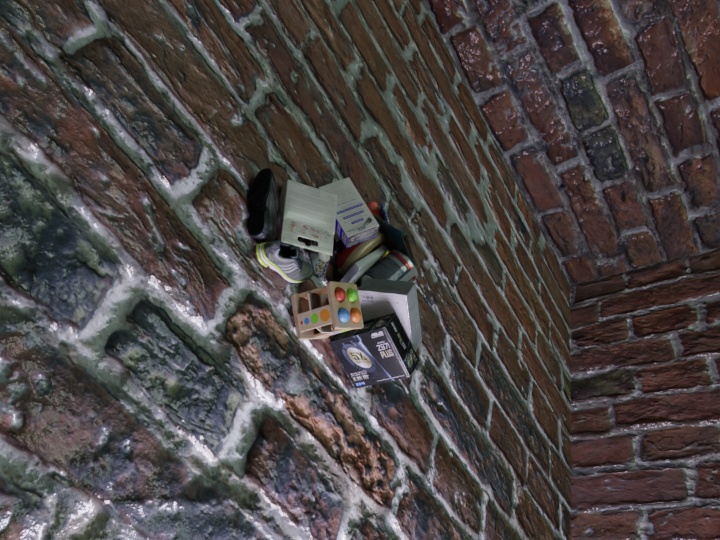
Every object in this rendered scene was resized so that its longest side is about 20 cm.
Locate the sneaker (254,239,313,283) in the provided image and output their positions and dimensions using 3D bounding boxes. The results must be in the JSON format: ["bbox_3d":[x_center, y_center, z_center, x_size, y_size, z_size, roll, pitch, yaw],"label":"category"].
[{"bbox_3d":[-0.186,-0.024,1.572,0.200,0.080,0.074,28,53,-49],"label":"sneaker"}]

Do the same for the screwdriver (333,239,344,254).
[{"bbox_3d":[-0.032,-0.116,1.859,0.029,0.028,0.200,39,55,-3],"label":"screwdriver"}]

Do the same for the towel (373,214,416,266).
[{"bbox_3d":[0.095,-0.102,1.864,0.022,0.200,0.147,-38,134,-14],"label":"towel"}]

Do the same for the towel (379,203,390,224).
[{"bbox_3d":[0.097,-0.125,2.053,0.145,0.024,0.202,97,-23,-86],"label":"towel"}]

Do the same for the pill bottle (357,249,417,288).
[{"bbox_3d":[0.069,0.040,1.832,0.200,0.119,0.120,-41,114,-17],"label":"pill bottle"}]

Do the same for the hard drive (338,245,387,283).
[{"bbox_3d":[0.000,0.000,1.807,0.027,0.132,0.200,43,32,8],"label":"hard drive"}]

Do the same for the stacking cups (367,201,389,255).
[{"bbox_3d":[0.058,-0.136,2.031,0.060,0.060,0.202,0,72,-57],"label":"stacking cups"}]

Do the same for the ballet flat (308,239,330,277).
[{"bbox_3d":[-0.116,-0.084,1.724,0.072,0.072,0.202,9,68,-55],"label":"ballet flat"}]

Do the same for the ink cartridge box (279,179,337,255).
[{"bbox_3d":[-0.149,-0.142,1.666,0.160,0.050,0.202,15,64,-24],"label":"ink cartridge box"}]

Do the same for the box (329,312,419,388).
[{"bbox_3d":[0.039,0.230,1.682,0.165,0.199,0.086,64,33,-13],"label":"box"}]

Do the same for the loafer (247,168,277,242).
[{"bbox_3d":[-0.251,-0.171,1.565,0.072,0.072,0.202,33,57,-57],"label":"loafer"}]

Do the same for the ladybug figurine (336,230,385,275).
[{"bbox_3d":[-0.006,-0.062,1.827,0.072,0.136,0.200,43,58,8],"label":"ladybug figurine"}]

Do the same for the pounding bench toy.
[{"bbox_3d":[-0.062,0.110,1.627,0.199,0.155,0.125,7,68,-56],"label":"pounding bench toy"}]

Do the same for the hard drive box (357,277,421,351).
[{"bbox_3d":[0.085,0.132,1.709,0.077,0.155,0.202,-47,136,-52],"label":"hard drive box"}]

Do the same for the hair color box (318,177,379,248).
[{"bbox_3d":[-0.039,-0.175,1.781,0.109,0.065,0.201,-21,62,-19],"label":"hair color box"}]

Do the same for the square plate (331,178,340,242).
[{"bbox_3d":[-0.049,-0.171,1.908,0.199,0.028,0.201,53,37,-29],"label":"square plate"}]
